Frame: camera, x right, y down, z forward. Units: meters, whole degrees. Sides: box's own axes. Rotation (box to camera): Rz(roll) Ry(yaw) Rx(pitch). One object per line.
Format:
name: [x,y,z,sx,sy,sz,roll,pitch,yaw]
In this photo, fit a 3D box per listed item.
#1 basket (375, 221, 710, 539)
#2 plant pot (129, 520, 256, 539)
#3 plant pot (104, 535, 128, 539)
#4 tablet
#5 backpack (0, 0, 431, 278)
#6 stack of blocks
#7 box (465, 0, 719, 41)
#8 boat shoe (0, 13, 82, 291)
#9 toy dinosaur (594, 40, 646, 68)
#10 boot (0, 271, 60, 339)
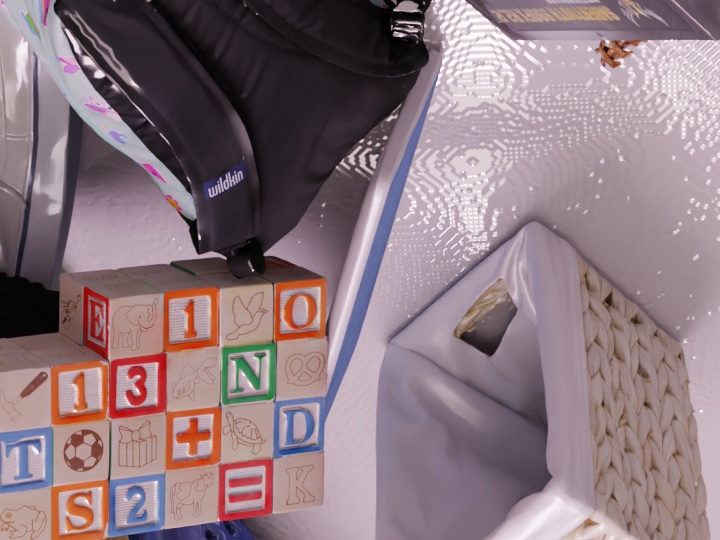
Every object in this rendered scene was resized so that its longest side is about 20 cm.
basket: [0.095,0.101,1.219,0.123,0.201,0.135,32,124,-26]
plant pot: [-0.114,0.259,1.353,0.179,0.201,0.200,30,125,-35]
plant pot: [-0.201,0.190,1.311,0.027,0.201,0.200,22,130,-41]
tablet: [0.000,0.000,1.188,0.014,0.130,0.201,18,127,3]
backpack: [-0.081,-0.116,1.084,0.167,0.126,0.200,-54,134,-7]
stack of blocks: [-0.116,0.061,1.117,0.199,0.059,0.116,-6,104,-28]
box: [0.065,-0.164,1.025,0.158,0.200,0.048,37,81,-20]
boat shoe: [-0.184,-0.080,1.180,0.086,0.075,0.203,6,125,0]
toy dinosaur: [0.204,-0.150,1.098,0.199,0.102,0.136,-21,109,42]
boot: [-0.221,0.077,1.205,0.210,0.080,0.158,16,121,-4]
